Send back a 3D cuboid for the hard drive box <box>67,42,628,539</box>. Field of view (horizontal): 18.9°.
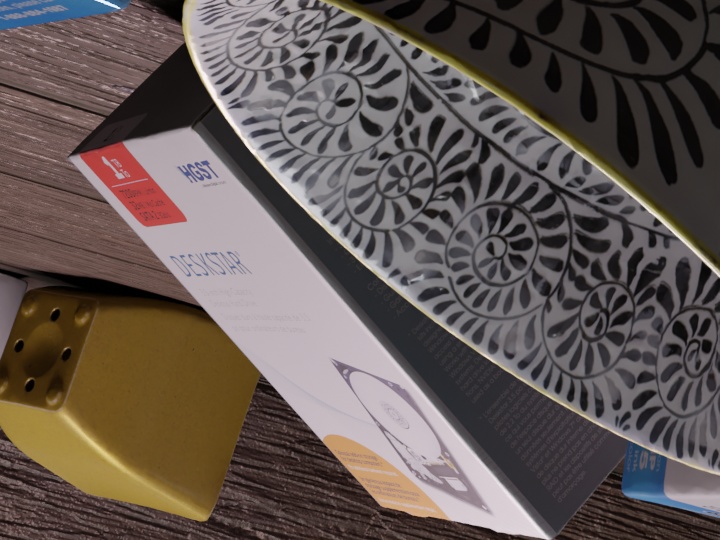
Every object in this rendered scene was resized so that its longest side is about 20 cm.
[{"bbox_3d":[0.000,0.000,0.822,0.200,0.077,0.156,49,162,-14],"label":"hard drive box"}]

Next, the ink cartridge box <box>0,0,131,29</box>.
[{"bbox_3d":[-0.158,-0.122,0.478,0.199,0.084,0.145,18,172,-35],"label":"ink cartridge box"}]

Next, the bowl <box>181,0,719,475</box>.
[{"bbox_3d":[0.060,-0.041,0.563,0.200,0.094,0.201,36,166,10],"label":"bowl"}]

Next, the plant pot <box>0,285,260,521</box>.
[{"bbox_3d":[-0.246,0.110,2.126,0.195,0.196,0.200,6,162,43],"label":"plant pot"}]

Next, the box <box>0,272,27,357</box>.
[{"bbox_3d":[-0.471,0.071,2.248,0.198,0.173,0.199,14,173,-17],"label":"box"}]

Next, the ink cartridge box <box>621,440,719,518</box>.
[{"bbox_3d":[0.186,0.012,0.640,0.145,0.147,0.200,14,172,-9],"label":"ink cartridge box"}]
